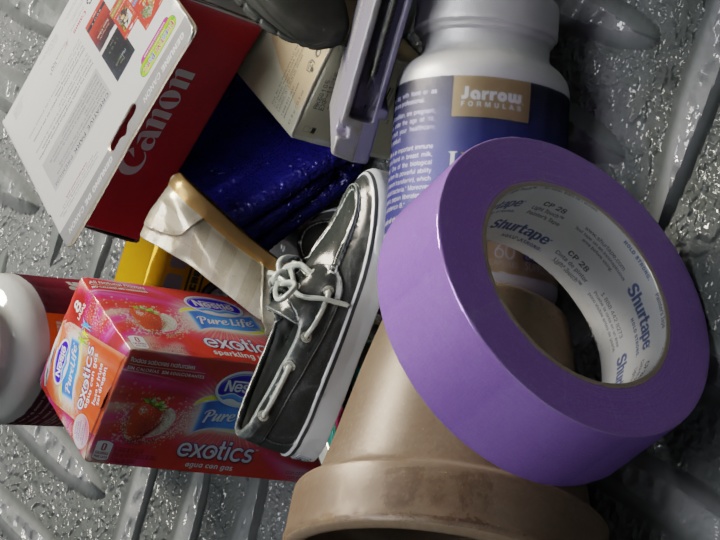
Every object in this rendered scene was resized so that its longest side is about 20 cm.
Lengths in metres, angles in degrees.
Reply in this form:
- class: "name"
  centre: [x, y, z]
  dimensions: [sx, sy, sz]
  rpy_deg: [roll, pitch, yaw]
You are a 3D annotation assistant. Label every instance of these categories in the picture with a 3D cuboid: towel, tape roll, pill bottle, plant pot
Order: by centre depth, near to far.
- class: "tape roll"
  centre: [0.108, 0.023, 1.467]
  dimensions: [0.066, 0.199, 0.201]
  rpy_deg: [-43, 48, 41]
- class: "plant pot"
  centre: [0.061, 0.103, 1.534]
  dimensions: [0.200, 0.199, 0.176]
  rpy_deg: [-19, 56, 52]
- class: "pill bottle"
  centre: [0.076, -0.076, 1.615]
  dimensions: [0.115, 0.115, 0.202]
  rpy_deg: [-9, 75, 54]
- class: "pill bottle"
  centre: [-0.237, 0.058, 1.830]
  dimensions: [0.109, 0.199, 0.110]
  rpy_deg: [-5, 83, 42]
- class: "towel"
  centre: [-0.094, -0.095, 1.871]
  dimensions: [0.147, 0.050, 0.200]
  rpy_deg: [-39, 43, -1]

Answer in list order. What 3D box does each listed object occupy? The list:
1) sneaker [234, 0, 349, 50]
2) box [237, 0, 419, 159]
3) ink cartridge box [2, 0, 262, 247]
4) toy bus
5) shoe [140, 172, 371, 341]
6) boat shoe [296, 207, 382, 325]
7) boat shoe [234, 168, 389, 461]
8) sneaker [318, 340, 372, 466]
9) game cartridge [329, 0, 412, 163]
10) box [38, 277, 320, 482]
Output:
- class: "sneaker"
  centre: [-0.057, -0.245, 1.704]
  dimensions: [0.091, 0.076, 0.201]
  rpy_deg: [-35, 79, 44]
- class: "box"
  centre: [-0.040, -0.168, 1.828]
  dimensions: [0.200, 0.094, 0.078]
  rpy_deg: [50, 122, 47]
- class: "ink cartridge box"
  centre: [-0.162, -0.131, 1.827]
  dimensions: [0.201, 0.083, 0.176]
  rpy_deg: [-57, 38, 22]
- class: "toy bus"
  centre: [-0.156, 0.044, 1.952]
  dimensions: [0.065, 0.078, 0.201]
  rpy_deg: [32, 108, 54]
- class: "shoe"
  centre: [-0.069, 0.014, 1.762]
  dimensions: [0.053, 0.200, 0.070]
  rpy_deg: [-50, -3, -3]
- class: "boat shoe"
  centre: [0.000, 0.000, 1.748]
  dimensions: [0.200, 0.066, 0.070]
  rpy_deg: [36, 110, 53]
- class: "boat shoe"
  centre: [-0.032, 0.023, 1.661]
  dimensions: [0.201, 0.068, 0.074]
  rpy_deg: [-70, 20, 2]
- class: "sneaker"
  centre: [0.034, 0.118, 1.661]
  dimensions: [0.121, 0.083, 0.201]
  rpy_deg: [-66, 34, 35]
- class: "game cartridge"
  centre: [0.019, -0.182, 1.646]
  dimensions: [0.130, 0.038, 0.201]
  rpy_deg: [-81, 7, -72]
- class: "box"
  centre: [-0.112, 0.079, 1.771]
  dimensions: [0.100, 0.199, 0.096]
  rpy_deg: [49, 123, 48]
